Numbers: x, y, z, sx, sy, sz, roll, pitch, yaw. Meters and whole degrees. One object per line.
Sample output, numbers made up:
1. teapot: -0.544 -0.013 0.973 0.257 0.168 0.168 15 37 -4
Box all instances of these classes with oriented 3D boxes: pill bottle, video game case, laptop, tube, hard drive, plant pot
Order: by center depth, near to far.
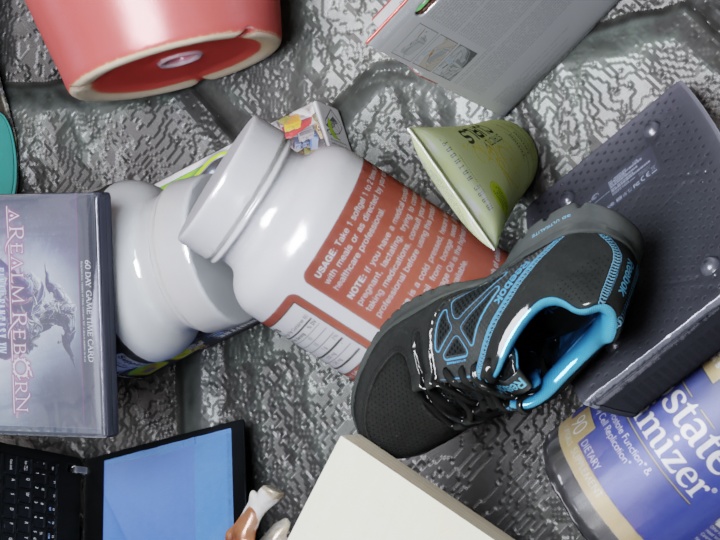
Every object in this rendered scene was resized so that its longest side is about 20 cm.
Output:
1. pill bottle: 0.205 0.076 1.009 0.200 0.112 0.112 -41 67 17
2. hard drive: 0.160 -0.012 1.025 0.135 0.042 0.200 -40 27 19
3. tube: 0.066 -0.054 1.048 0.058 0.200 0.052 14 100 10
4. pill bottle: 0.000 0.000 1.077 0.199 0.112 0.113 33 100 -9
5. video game case: -0.235 0.026 1.129 0.199 0.019 0.144 0 93 27
6. laptop: -0.179 0.170 1.139 0.103 0.199 0.178 -44 40 45
7. pill bottle: -0.167 0.008 1.169 0.199 0.116 0.117 -15 77 26
8. plant pot: -0.138 -0.213 1.193 0.199 0.200 0.179 -17 85 24

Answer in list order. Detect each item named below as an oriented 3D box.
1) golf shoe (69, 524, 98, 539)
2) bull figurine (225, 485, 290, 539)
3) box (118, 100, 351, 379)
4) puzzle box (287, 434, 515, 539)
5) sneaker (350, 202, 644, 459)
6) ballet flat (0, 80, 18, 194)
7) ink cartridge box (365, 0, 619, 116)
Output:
1. golf shoe: -0.208 0.202 1.240 0.199 0.078 0.095 28 74 29
2. bull figurine: -0.009 0.210 1.059 0.199 0.065 0.122 24 91 25
3. box: -0.087 -0.018 1.217 0.199 0.035 0.111 -26 73 22
4. puzzle box: 0.000 0.207 1.001 0.133 0.025 0.201 32 102 24
5. sneaker: 0.063 0.044 0.977 0.073 0.082 0.200 37 123 -17
6. ballet flat: -0.286 -0.113 1.324 0.072 0.072 0.202 -16 76 25
7. ink cartridge box: 0.069 -0.158 1.061 0.109 0.200 0.050 -45 66 15
